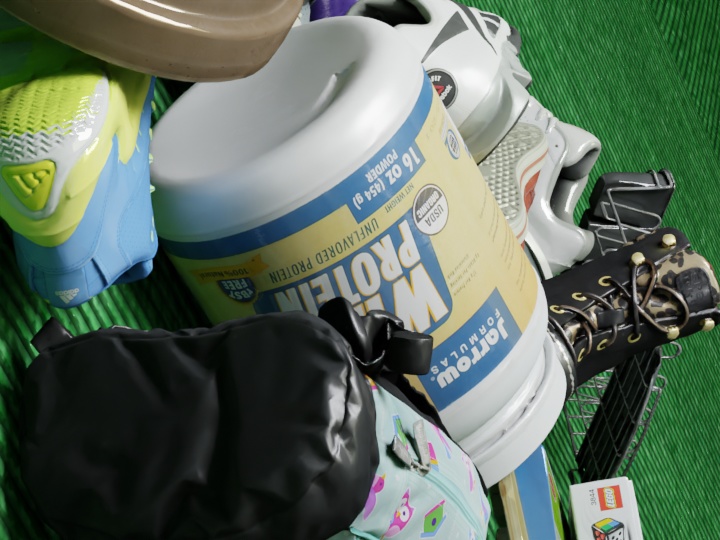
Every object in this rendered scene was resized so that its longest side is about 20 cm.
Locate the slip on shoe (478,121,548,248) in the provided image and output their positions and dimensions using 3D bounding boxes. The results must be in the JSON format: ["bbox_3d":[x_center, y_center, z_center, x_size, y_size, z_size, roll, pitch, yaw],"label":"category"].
[{"bbox_3d":[0.063,-0.037,1.141,0.200,0.074,0.062,-78,174,-64],"label":"slip on shoe"}]

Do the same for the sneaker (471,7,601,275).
[{"bbox_3d":[0.106,-0.084,1.358,0.078,0.099,0.201,17,57,-64],"label":"sneaker"}]

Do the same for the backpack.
[{"bbox_3d":[-0.030,0.100,0.833,0.200,0.166,0.127,46,51,-52],"label":"backpack"}]

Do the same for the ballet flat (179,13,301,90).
[{"bbox_3d":[-0.047,-0.101,1.035,0.200,0.073,0.073,53,27,-38],"label":"ballet flat"}]

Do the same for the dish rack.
[{"bbox_3d":[0.167,0.044,1.335,0.200,0.054,0.154,-98,-161,-51],"label":"dish rack"}]

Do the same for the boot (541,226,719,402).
[{"bbox_3d":[0.126,0.030,1.151,0.200,0.150,0.074,134,-68,-81],"label":"boot"}]

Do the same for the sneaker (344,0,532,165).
[{"bbox_3d":[0.032,-0.115,1.071,0.088,0.074,0.200,36,7,-10],"label":"sneaker"}]

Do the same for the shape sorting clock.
[{"bbox_3d":[0.087,0.168,1.036,0.200,0.039,0.201,-9,90,-82],"label":"shape sorting clock"}]

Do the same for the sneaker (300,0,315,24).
[{"bbox_3d":[-0.024,-0.194,1.106,0.084,0.120,0.201,7,66,-66],"label":"sneaker"}]

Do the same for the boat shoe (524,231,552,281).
[{"bbox_3d":[0.058,-0.021,1.263,0.062,0.073,0.201,-39,115,-34],"label":"boat shoe"}]

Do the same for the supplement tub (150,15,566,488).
[{"bbox_3d":[0.000,0.000,0.969,0.200,0.144,0.145,58,24,-27],"label":"supplement tub"}]

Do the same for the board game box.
[{"bbox_3d":[0.137,0.185,1.124,0.200,0.034,0.127,66,15,-77],"label":"board game box"}]

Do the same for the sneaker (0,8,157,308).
[{"bbox_3d":[-0.118,-0.057,0.862,0.200,0.075,0.106,-78,164,-57],"label":"sneaker"}]

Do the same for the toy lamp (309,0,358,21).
[{"bbox_3d":[-0.001,-0.070,1.147,0.058,0.058,0.201,33,42,-57],"label":"toy lamp"}]

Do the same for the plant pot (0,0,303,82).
[{"bbox_3d":[-0.096,-0.174,0.835,0.200,0.093,0.201,27,30,-17],"label":"plant pot"}]
